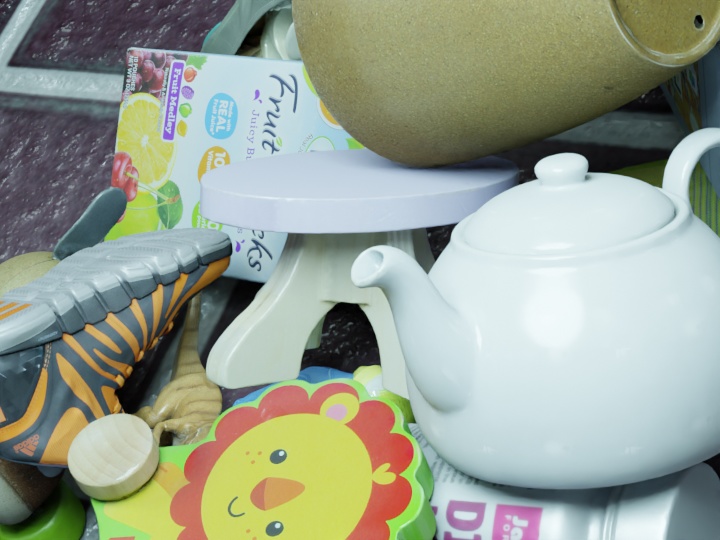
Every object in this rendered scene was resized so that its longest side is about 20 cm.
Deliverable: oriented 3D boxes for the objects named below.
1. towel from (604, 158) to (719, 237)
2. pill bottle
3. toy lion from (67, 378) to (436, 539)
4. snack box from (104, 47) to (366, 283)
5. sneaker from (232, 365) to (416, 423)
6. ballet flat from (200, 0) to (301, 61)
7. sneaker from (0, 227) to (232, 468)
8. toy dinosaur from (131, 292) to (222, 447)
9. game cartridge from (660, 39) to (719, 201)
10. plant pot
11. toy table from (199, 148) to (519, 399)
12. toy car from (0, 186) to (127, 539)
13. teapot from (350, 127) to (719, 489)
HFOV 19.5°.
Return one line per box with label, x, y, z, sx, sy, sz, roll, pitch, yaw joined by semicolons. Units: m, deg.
towel;0.150;0.017;1.222;0.144;0.023;0.200;-9;52;22
pill bottle;0.083;0.140;1.097;0.200;0.113;0.113;1;56;30
toy lion;-0.059;0.143;1.056;0.192;0.069;0.200;-4;49;17
snack box;-0.069;-0.066;1.346;0.200;0.053;0.142;9;94;34
sneaker;-0.055;0.133;1.222;0.200;0.076;0.105;-45;34;-19
ballet flat;-0.060;-0.155;1.394;0.067;0.200;0.064;-13;73;-24
sneaker;-0.149;0.050;1.231;0.200;0.112;0.078;-27;21;-36
toy dinosaur;-0.106;0.081;1.274;0.106;0.060;0.200;-46;26;15
game cartridge;0.192;-0.136;1.185;0.041;0.133;0.200;-17;40;1
plant pot;0.096;-0.150;1.112;0.200;0.186;0.186;2;54;53
toy table;0.000;0.000;1.194;0.200;0.117;0.184;-3;15;-24
toy car;-0.195;0.048;1.299;0.200;0.164;0.158;-43;46;-13
teapot;0.113;0.011;1.058;0.197;0.146;0.200;-4;17;12
